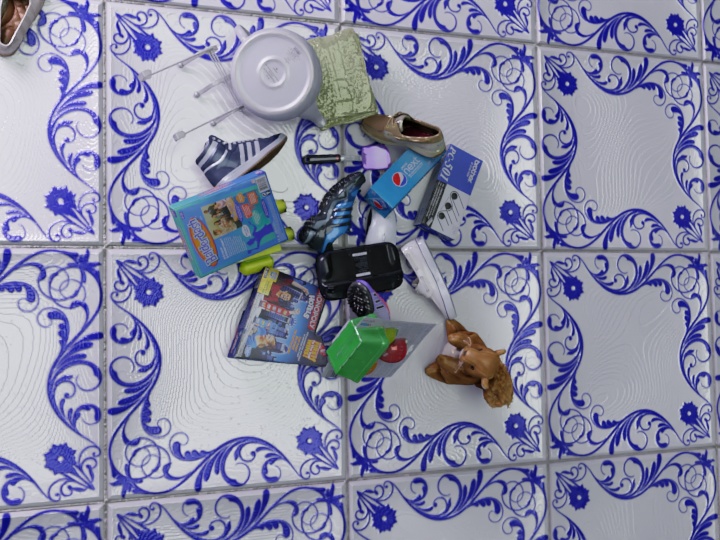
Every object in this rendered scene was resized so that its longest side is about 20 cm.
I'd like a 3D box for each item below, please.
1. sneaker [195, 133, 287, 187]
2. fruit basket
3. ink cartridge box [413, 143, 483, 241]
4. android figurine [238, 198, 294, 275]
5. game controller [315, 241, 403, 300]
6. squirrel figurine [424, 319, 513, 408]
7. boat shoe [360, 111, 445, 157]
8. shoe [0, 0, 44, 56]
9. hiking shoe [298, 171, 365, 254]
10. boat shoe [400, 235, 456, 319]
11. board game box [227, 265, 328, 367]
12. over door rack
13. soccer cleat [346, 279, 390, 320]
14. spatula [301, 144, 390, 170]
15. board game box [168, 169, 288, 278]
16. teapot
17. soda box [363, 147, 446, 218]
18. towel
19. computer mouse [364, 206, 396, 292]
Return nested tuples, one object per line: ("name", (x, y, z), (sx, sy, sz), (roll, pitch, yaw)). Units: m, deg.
("sneaker", (-0.249, -0.251, 1.677), (0.109, 0.070, 0.200), (46, 63, 2))
("fruit basket", (0.036, 0.159, 1.692), (0.200, 0.185, 0.094), (2, 46, -42))
("ink cartridge box", (0.199, -0.176, 1.842), (0.094, 0.044, 0.200), (25, 79, -18))
("android figurine", (-0.242, -0.082, 1.685), (0.200, 0.041, 0.182), (-18, 94, -20))
("game controller", (0.000, 0.000, 1.724), (0.200, 0.042, 0.105), (-10, 82, -27))
("squirrel figurine", (0.265, 0.208, 1.769), (0.200, 0.187, 0.142), (35, 76, -14))
("boat shoe", (0.092, -0.309, 1.755), (0.200, 0.066, 0.074), (19, 59, 17))
("shoe", (-0.653, -0.508, 1.557), (0.070, 0.053, 0.200), (19, 81, -17))
("hiking shoe", (-0.047, -0.122, 1.747), (0.087, 0.074, 0.200), (40, 85, -21))
("boat shoe", (0.150, 0.026, 1.810), (0.070, 0.071, 0.200), (-25, 100, 9))
("board game box", (-0.148, 0.120, 1.695), (0.200, 0.062, 0.200), (23, 76, -20))
("over door rack", (-0.341, -0.358, 1.643), (0.200, 0.067, 0.148), (-35, 100, -38))
("soccer cleat", (0.024, 0.077, 1.715), (0.073, 0.068, 0.200), (-48, 144, -26))
("spatula", (-0.031, -0.246, 1.778), (0.200, 0.021, 0.057), (-4, 90, -19))
("board game box", (-0.260, -0.094, 1.614), (0.200, 0.045, 0.152), (-25, 113, -21))
("teapot", (-0.169, -0.402, 1.674), (0.197, 0.146, 0.200), (4, 98, 4))
("soda box", (0.098, -0.211, 1.779), (0.068, 0.064, 0.200), (42, 66, 1))
("towel", (-0.053, -0.414, 1.759), (0.148, 0.036, 0.200), (-16, 92, -6))
("computer mouse", (0.040, -0.052, 1.780), (0.109, 0.044, 0.200), (8, 85, -18))
